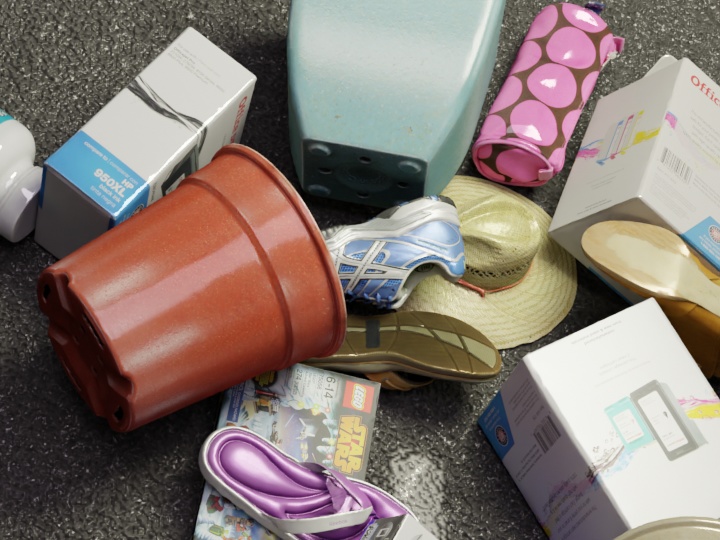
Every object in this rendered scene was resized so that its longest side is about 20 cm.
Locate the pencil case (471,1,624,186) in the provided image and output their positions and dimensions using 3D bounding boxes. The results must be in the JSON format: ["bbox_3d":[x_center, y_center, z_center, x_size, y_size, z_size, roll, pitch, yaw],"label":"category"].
[{"bbox_3d":[0.184,-0.170,1.798,0.094,0.091,0.200,25,62,4],"label":"pencil case"}]

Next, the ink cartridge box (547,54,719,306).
[{"bbox_3d":[0.288,-0.091,1.739,0.129,0.125,0.200,39,55,-21],"label":"ink cartridge box"}]

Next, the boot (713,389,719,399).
[{"bbox_3d":[0.337,0.143,1.629,0.073,0.162,0.198,-19,69,-23],"label":"boot"}]

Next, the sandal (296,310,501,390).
[{"bbox_3d":[0.027,0.079,1.651,0.200,0.054,0.080,2,38,4],"label":"sandal"}]

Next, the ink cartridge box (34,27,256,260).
[{"bbox_3d":[-0.192,-0.100,1.638,0.084,0.145,0.200,37,61,7],"label":"ink cartridge box"}]

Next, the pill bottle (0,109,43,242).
[{"bbox_3d":[-0.366,-0.109,1.621,0.200,0.111,0.111,35,61,5],"label":"pill bottle"}]

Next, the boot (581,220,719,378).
[{"bbox_3d":[0.287,0.037,1.670,0.201,0.144,0.071,20,60,10],"label":"boot"}]

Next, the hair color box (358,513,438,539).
[{"bbox_3d":[0.067,0.304,1.501,0.200,0.065,0.109,44,59,-17],"label":"hair color box"}]

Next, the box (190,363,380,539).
[{"bbox_3d":[-0.065,0.176,1.586,0.137,0.040,0.200,14,61,-7],"label":"box"}]

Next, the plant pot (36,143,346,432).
[{"bbox_3d":[-0.148,0.025,1.520,0.195,0.201,0.201,-28,72,-25],"label":"plant pot"}]

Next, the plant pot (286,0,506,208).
[{"bbox_3d":[0.022,-0.169,1.693,0.196,0.196,0.200,10,67,3],"label":"plant pot"}]

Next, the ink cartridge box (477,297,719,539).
[{"bbox_3d":[0.229,0.161,1.604,0.146,0.147,0.200,-23,71,-24],"label":"ink cartridge box"}]

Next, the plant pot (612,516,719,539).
[{"bbox_3d":[0.256,0.321,1.415,0.200,0.201,0.184,25,22,0],"label":"plant pot"}]

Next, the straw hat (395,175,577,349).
[{"bbox_3d":[0.119,-0.027,1.709,0.201,0.085,0.201,6,63,-11],"label":"straw hat"}]

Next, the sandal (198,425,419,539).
[{"bbox_3d":[-0.041,0.191,1.531,0.203,0.050,0.082,24,61,-4],"label":"sandal"}]

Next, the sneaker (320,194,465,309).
[{"bbox_3d":[0.000,0.000,1.647,0.200,0.076,0.077,-22,73,6],"label":"sneaker"}]
